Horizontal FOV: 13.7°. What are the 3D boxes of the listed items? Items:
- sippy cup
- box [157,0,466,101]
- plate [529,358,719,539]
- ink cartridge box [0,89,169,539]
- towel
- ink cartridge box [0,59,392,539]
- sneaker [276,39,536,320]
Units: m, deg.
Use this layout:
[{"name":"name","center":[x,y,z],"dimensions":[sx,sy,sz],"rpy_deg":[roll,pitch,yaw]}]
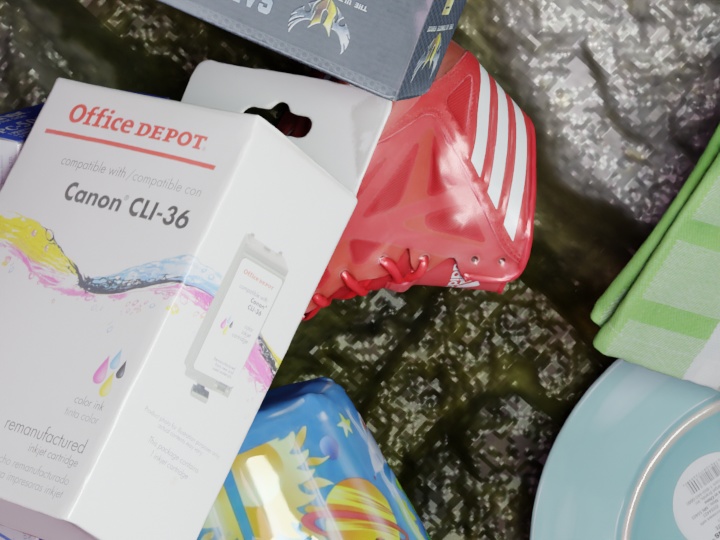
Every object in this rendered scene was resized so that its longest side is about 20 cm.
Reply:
[{"name":"sippy cup","center":[-0.030,0.116,1.170],"dimensions":[0.140,0.178,0.130],"rpy_deg":[-24,95,-29]},{"name":"box","center":[-0.042,-0.171,1.100],"dimensions":[0.200,0.051,0.158],"rpy_deg":[23,102,13]},{"name":"plate","center":[0.168,0.113,1.233],"dimensions":[0.200,0.026,0.200],"rpy_deg":[-1,95,-12]},{"name":"ink cartridge box","center":[-0.116,0.034,1.197],"dimensions":[0.044,0.094,0.200],"rpy_deg":[10,108,35]},{"name":"towel","center":[0.205,-0.004,1.171],"dimensions":[0.200,0.031,0.149],"rpy_deg":[17,120,-25]},{"name":"ink cartridge box","center":[-0.082,0.001,1.099],"dimensions":[0.067,0.116,0.200],"rpy_deg":[39,71,-45]},{"name":"sneaker","center":[0.000,0.000,1.183],"dimensions":[0.116,0.078,0.200],"rpy_deg":[37,85,-13]}]
